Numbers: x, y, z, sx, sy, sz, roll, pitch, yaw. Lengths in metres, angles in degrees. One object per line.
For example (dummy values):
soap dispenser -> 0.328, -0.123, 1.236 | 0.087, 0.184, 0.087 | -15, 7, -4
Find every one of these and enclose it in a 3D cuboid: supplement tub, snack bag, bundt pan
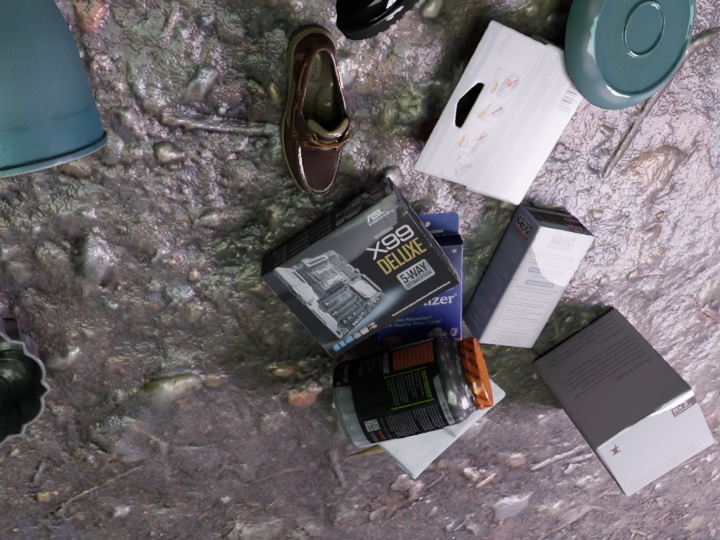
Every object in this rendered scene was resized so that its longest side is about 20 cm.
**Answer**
supplement tub -> 0.072, 0.161, 1.082 | 0.200, 0.123, 0.123 | -15, 131, 13
snack bag -> 0.081, 0.189, 1.173 | 0.189, 0.021, 0.200 | 43, 101, -11
bundt pan -> -0.468, 0.118, 0.924 | 0.202, 0.076, 0.202 | -10, 127, -14

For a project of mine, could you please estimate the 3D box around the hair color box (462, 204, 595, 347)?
hair color box -> 0.236, 0.012, 1.132 | 0.099, 0.061, 0.200 | 8, 122, -26

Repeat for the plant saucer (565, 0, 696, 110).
plant saucer -> 0.328, -0.287, 0.941 | 0.200, 0.027, 0.200 | -12, 117, -25

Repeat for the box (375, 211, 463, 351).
box -> 0.076, 0.019, 1.072 | 0.121, 0.032, 0.200 | -5, 122, -2

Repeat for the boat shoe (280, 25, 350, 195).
boat shoe -> -0.047, -0.164, 0.886 | 0.072, 0.072, 0.200 | -7, 126, -17

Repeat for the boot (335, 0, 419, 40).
boot -> 0.015, -0.348, 0.770 | 0.211, 0.079, 0.158 | -50, 134, 4

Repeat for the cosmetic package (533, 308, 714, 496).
cosmetic package -> 0.411, 0.206, 1.249 | 0.165, 0.200, 0.165 | -34, 129, 6

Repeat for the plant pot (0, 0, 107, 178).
plant pot -> -0.341, -0.190, 0.689 | 0.200, 0.200, 0.188 | -11, 112, -13

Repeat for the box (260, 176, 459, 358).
box -> 0.000, 0.000, 1.005 | 0.200, 0.050, 0.158 | -31, 119, 13

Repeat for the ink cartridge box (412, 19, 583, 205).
ink cartridge box -> 0.170, -0.191, 0.970 | 0.173, 0.044, 0.200 | 14, 118, -28

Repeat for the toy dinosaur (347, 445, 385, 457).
toy dinosaur -> 0.075, 0.256, 1.248 | 0.200, 0.058, 0.101 | -18, 130, -8
